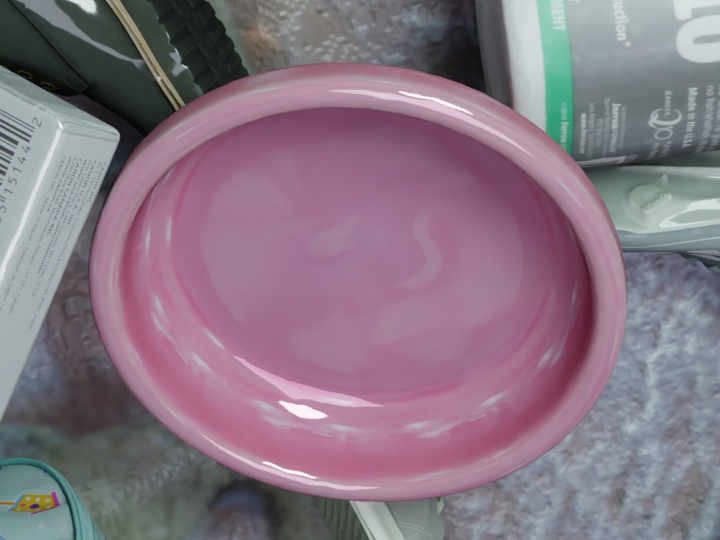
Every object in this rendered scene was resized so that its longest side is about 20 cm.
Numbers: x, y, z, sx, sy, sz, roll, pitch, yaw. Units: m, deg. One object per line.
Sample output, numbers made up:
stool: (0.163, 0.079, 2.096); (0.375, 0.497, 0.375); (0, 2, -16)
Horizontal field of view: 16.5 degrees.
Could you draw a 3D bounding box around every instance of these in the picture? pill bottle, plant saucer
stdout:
pill bottle: (0.148, -0.104, 0.958); (0.200, 0.113, 0.113); (-8, 116, -3)
plant saucer: (0.000, 0.000, 0.936); (0.200, 0.051, 0.201); (3, 128, 4)

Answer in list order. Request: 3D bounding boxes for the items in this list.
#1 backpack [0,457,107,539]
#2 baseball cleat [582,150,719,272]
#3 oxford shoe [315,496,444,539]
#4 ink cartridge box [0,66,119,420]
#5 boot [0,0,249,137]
backpack: (-0.184, 0.162, 1.015); (0.200, 0.176, 0.153); (-25, 115, -5)
baseball cleat: (0.146, -0.014, 1.026); (0.200, 0.070, 0.106); (3, 141, 9)
oxford shoe: (0.010, 0.086, 1.062); (0.058, 0.075, 0.200); (-30, 118, -18)
ink cartridge box: (-0.203, 0.001, 0.926); (0.176, 0.045, 0.200); (28, 100, 24)
boot: (-0.136, -0.084, 0.967); (0.138, 0.077, 0.200); (-31, 103, 14)
